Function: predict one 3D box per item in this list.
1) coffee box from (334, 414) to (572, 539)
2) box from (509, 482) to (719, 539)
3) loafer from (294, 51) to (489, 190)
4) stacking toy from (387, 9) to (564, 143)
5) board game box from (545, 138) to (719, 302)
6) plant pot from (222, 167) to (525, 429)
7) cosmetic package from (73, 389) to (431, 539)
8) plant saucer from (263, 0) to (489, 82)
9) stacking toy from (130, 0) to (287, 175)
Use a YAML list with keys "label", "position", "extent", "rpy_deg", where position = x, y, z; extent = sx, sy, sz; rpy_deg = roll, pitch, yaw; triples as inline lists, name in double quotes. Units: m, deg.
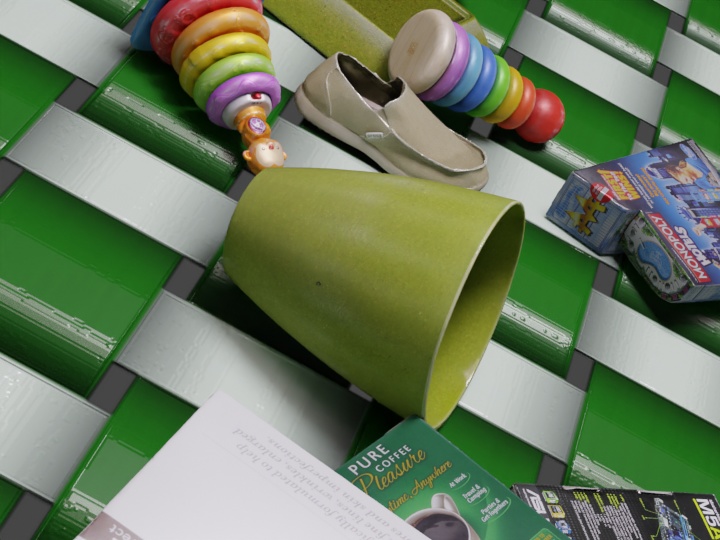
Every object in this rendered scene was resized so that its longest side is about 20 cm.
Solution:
- label: "coffee box"
  position: [0.067, 0.196, 1.116]
  extent: [0.199, 0.044, 0.123]
  rpy_deg: [36, 47, 24]
- label: "box"
  position: [0.213, 0.249, 1.185]
  extent: [0.192, 0.048, 0.201]
  rpy_deg: [8, 41, -28]
- label: "loafer"
  position: [0.035, -0.136, 1.496]
  extent: [0.199, 0.069, 0.076]
  rpy_deg: [26, 37, -4]
- label: "stacking toy"
  position: [0.123, -0.176, 1.581]
  extent: [0.199, 0.085, 0.086]
  rpy_deg: [25, 33, -35]
- label: "board game box"
  position: [0.289, -0.040, 1.556]
  extent: [0.198, 0.062, 0.201]
  rpy_deg: [-3, 47, -34]
- label: "plant pot"
  position: [0.000, 0.000, 1.250]
  extent: [0.199, 0.188, 0.187]
  rpy_deg: [22, 35, 15]
- label: "cosmetic package"
  position: [-0.085, 0.215, 0.902]
  extent: [0.164, 0.201, 0.165]
  rpy_deg: [34, 37, 7]
- label: "plant saucer"
  position: [0.024, -0.265, 1.657]
  extent: [0.199, 0.048, 0.200]
  rpy_deg: [40, 38, 14]
- label: "stacking toy"
  position: [-0.113, -0.166, 1.425]
  extent: [0.115, 0.110, 0.201]
  rpy_deg: [-3, 58, -38]
